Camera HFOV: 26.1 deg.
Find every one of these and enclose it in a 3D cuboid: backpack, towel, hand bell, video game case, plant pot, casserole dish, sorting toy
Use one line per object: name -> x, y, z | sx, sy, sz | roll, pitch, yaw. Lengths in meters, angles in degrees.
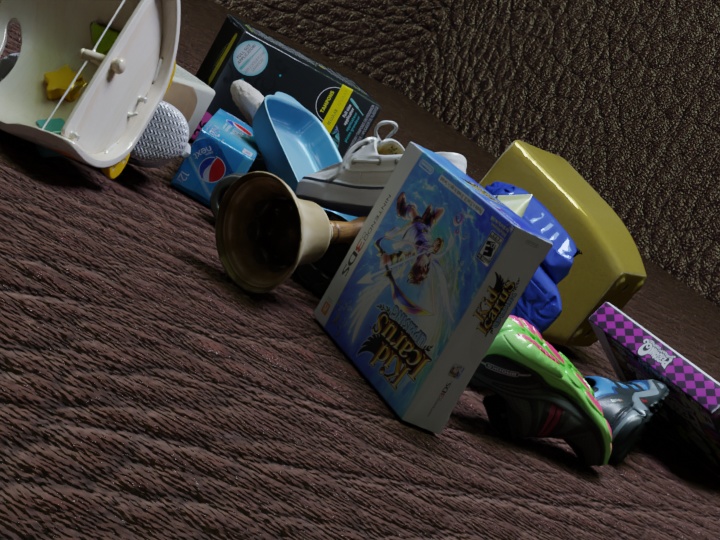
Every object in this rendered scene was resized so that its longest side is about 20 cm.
backpack -> 0.123, 0.000, 1.551 | 0.163, 0.168, 0.200 | 52, -1, -5
towel -> -0.072, -0.129, 1.812 | 0.200, 0.034, 0.133 | 54, -8, -37
hand bell -> -0.024, -0.033, 1.403 | 0.104, 0.104, 0.200 | 37, 23, 34
video game case -> 0.053, 0.009, 1.300 | 0.045, 0.182, 0.200 | 22, 13, -31
plant pot -> 0.230, -0.012, 1.900 | 0.200, 0.196, 0.194 | 44, 15, 22
casserole dish -> -0.055, -0.099, 1.642 | 0.121, 0.039, 0.200 | 15, 43, -55
sorting toy -> -0.279, -0.183, 1.416 | 0.180, 0.200, 0.107 | 18, -28, 16
video game case -> 0.346, 0.141, 1.686 | 0.200, 0.036, 0.181 | 41, -11, 45

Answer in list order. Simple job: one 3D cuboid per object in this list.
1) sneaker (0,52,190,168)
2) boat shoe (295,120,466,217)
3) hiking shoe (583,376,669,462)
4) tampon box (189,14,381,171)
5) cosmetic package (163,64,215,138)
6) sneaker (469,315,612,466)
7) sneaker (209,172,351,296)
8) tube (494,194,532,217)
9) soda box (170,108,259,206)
sneaker -> -0.257, -0.150, 1.518 | 0.200, 0.075, 0.115 | 20, -2, 4
boat shoe -> 0.021, -0.096, 1.464 | 0.075, 0.086, 0.202 | 22, -11, -40
hiking shoe -> 0.256, 0.131, 1.574 | 0.087, 0.075, 0.200 | 33, 11, 13
tampon box -> -0.105, -0.200, 1.935 | 0.200, 0.150, 0.126 | 26, 11, -20
cosmetic package -> -0.265, -0.213, 1.776 | 0.105, 0.071, 0.200 | 35, 12, 23
sneaker -> 0.156, 0.115, 1.380 | 0.200, 0.084, 0.077 | 44, 16, -35
sneaker -> -0.051, -0.035, 1.518 | 0.200, 0.076, 0.079 | 35, 8, 19
tube -> 0.091, 0.012, 1.381 | 0.058, 0.200, 0.052 | 22, -28, 2
soda box -> -0.149, -0.120, 1.666 | 0.064, 0.068, 0.200 | 31, 10, -5
